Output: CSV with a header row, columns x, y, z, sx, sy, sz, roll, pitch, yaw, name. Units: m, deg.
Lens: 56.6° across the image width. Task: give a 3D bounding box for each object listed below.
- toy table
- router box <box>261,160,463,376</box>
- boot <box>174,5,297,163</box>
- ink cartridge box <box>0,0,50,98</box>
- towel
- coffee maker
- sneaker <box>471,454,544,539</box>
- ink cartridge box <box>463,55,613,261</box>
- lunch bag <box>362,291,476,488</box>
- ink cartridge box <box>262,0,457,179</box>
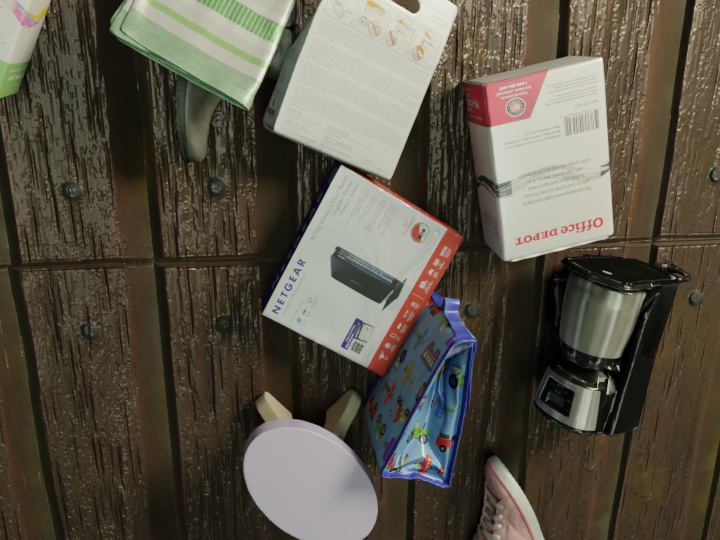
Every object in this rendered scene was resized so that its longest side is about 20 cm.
x,y,z,sx,sy,sz,roll,pitch,yaw,name
-0.064,0.241,0.846,0.181,0.117,0.203,-32,111,2,toy table
0.000,0.000,0.813,0.176,0.049,0.204,26,102,-16,router box
-0.129,-0.212,0.713,0.126,0.068,0.207,5,103,-12,boot
-0.365,-0.290,0.650,0.115,0.068,0.204,25,104,-15,ink cartridge box
-0.139,-0.284,0.664,0.149,0.023,0.205,25,77,-12,towel
0.326,0.096,0.852,0.186,0.135,0.207,5,108,-11,coffee maker
0.196,0.364,0.948,0.103,0.075,0.204,-28,114,-5,sneaker
0.210,-0.131,0.785,0.140,0.085,0.206,-13,109,-4,ink cartridge box
0.077,0.126,0.812,0.091,0.151,0.206,12,106,-13,lunch bag
0.000,-0.222,0.724,0.159,0.050,0.205,16,100,-31,ink cartridge box
